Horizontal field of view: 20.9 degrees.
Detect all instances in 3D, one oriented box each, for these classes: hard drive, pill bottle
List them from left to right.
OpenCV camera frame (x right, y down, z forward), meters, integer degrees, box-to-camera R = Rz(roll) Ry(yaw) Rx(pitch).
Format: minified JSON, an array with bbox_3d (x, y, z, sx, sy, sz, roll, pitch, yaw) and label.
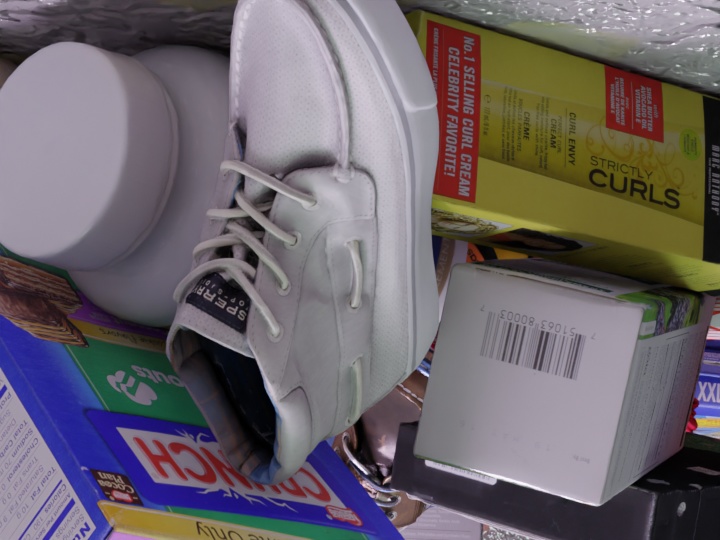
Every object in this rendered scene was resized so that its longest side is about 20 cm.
[{"bbox_3d":[-0.054,-0.027,0.794,0.110,0.112,0.199,-5,167,38],"label":"pill bottle"},{"bbox_3d":[0.126,0.100,0.913,0.139,0.038,0.199,12,-174,37],"label":"hard drive"}]

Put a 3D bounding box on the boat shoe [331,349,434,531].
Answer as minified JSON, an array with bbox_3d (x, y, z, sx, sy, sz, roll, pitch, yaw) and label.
[{"bbox_3d":[0.020,0.098,1.026,0.072,0.072,0.200,35,160,17],"label":"boat shoe"}]

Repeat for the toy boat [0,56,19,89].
[{"bbox_3d":[-0.179,-0.013,0.855,0.129,0.132,0.200,1,169,15],"label":"toy boat"}]

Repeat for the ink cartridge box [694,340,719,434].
[{"bbox_3d":[0.200,0.061,1.285,0.135,0.077,0.200,7,167,-15],"label":"ink cartridge box"}]

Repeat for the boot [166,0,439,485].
[{"bbox_3d":[-0.024,-0.012,0.665,0.073,0.096,0.201,21,141,32],"label":"boot"}]

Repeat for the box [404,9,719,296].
[{"bbox_3d":[0.086,-0.042,0.773,0.199,0.076,0.050,12,165,-33],"label":"box"}]

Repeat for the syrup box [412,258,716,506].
[{"bbox_3d":[0.092,0.040,0.826,0.078,0.082,0.200,14,-174,17],"label":"syrup box"}]

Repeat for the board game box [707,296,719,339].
[{"bbox_3d":[0.205,0.004,1.047,0.198,0.047,0.152,2,170,5],"label":"board game box"}]

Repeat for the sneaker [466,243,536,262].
[{"bbox_3d":[0.000,0.000,0.939,0.199,0.070,0.090,-16,-164,47],"label":"sneaker"}]

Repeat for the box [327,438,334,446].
[{"bbox_3d":[-0.072,0.039,1.088,0.200,0.070,0.064,33,174,-36],"label":"box"}]

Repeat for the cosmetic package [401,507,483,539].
[{"bbox_3d":[0.042,0.114,1.283,0.089,0.202,0.107,5,172,3],"label":"cosmetic package"}]

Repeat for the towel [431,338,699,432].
[{"bbox_3d":[0.071,0.045,1.049,0.199,0.023,0.144,10,167,37],"label":"towel"}]

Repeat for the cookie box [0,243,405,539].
[{"bbox_3d":[-0.089,0.076,0.763,0.171,0.075,0.200,20,-159,-44],"label":"cookie box"}]
